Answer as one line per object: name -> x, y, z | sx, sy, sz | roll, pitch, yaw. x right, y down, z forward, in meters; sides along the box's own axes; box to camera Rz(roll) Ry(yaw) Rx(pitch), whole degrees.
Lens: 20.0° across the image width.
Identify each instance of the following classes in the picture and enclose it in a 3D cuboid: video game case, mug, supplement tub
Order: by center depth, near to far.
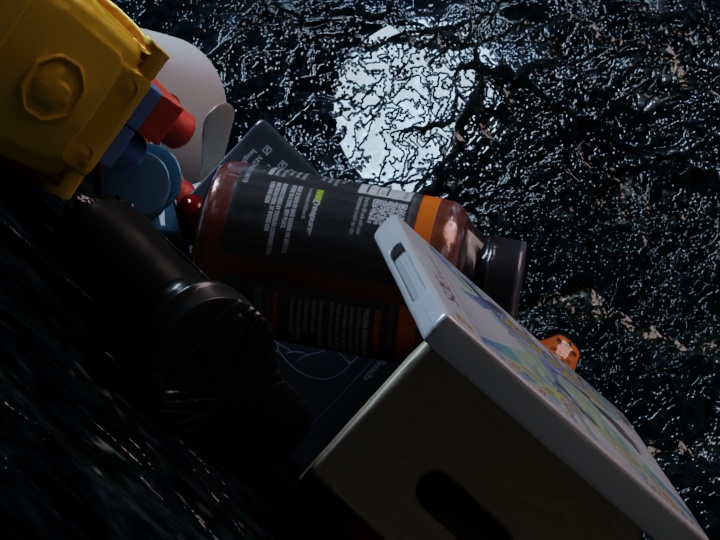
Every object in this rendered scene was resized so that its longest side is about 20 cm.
video game case -> 0.096, 0.062, 1.131 | 0.200, 0.022, 0.182 | 41, 8, -18
supplement tub -> 0.000, 0.000, 1.260 | 0.198, 0.108, 0.107 | 11, -3, 7
mug -> -0.220, -0.126, 1.609 | 0.153, 0.185, 0.151 | 22, 54, -65

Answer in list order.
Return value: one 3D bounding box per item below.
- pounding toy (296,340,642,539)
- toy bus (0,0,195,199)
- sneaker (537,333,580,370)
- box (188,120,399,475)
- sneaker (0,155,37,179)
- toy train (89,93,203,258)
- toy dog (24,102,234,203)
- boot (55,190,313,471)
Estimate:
pounding toy -> 0.059, 0.161, 1.137 | 0.200, 0.142, 0.184 | 43, -9, 2
toy bus -> -0.189, -0.129, 1.154 | 0.191, 0.136, 0.200 | 31, 8, -37
sneaker -> 0.079, 0.100, 1.320 | 0.070, 0.090, 0.200 | 46, -31, -2
box -> -0.039, 0.026, 1.386 | 0.200, 0.148, 0.107 | 45, 2, 20
sneaker -> -0.266, -0.129, 1.287 | 0.200, 0.077, 0.085 | 46, -19, 14
toy train -> -0.152, -0.104, 1.270 | 0.116, 0.084, 0.202 | 103, -27, -74
toy dog -> -0.155, -0.092, 1.439 | 0.200, 0.131, 0.097 | 43, 44, -60
boot -> -0.109, 0.017, 1.111 | 0.163, 0.073, 0.198 | 47, -4, 28
